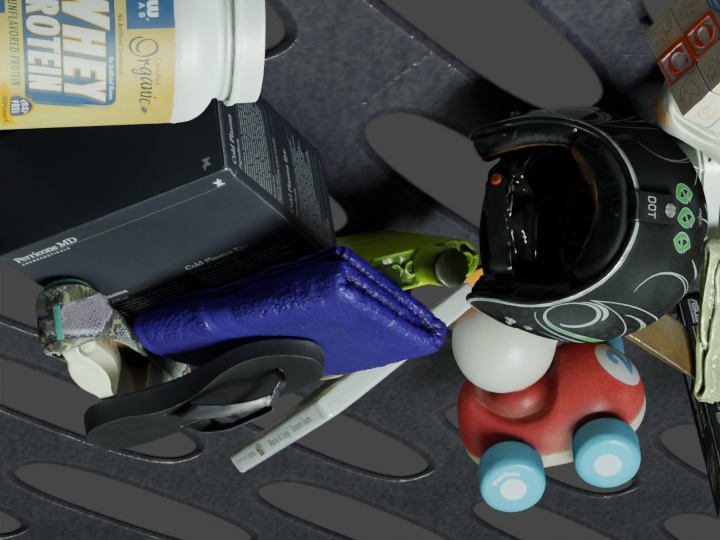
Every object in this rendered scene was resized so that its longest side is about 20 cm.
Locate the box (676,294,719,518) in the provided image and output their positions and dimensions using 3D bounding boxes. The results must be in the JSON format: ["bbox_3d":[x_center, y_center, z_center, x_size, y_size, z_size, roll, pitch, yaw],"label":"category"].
[{"bbox_3d":[0.396,0.116,1.810,0.163,0.201,0.086,-10,150,1],"label":"box"}]

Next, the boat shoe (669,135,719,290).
[{"bbox_3d":[0.264,-0.050,1.616,0.063,0.071,0.200,-10,143,0],"label":"boat shoe"}]

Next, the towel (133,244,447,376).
[{"bbox_3d":[-0.053,0.039,1.455,0.199,0.050,0.147,-14,152,32],"label":"towel"}]

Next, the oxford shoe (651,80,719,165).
[{"bbox_3d":[0.301,-0.101,1.509,0.199,0.075,0.058,27,125,-32],"label":"oxford shoe"}]

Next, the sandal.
[{"bbox_3d":[-0.113,0.104,1.455,0.199,0.043,0.076,-22,151,16],"label":"sandal"}]

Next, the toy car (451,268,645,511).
[{"bbox_3d":[0.157,0.078,1.756,0.176,0.185,0.201,-15,123,11],"label":"toy car"}]

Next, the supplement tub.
[{"bbox_3d":[-0.166,-0.163,1.200,0.199,0.145,0.145,-3,151,-10],"label":"supplement tub"}]

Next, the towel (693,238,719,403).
[{"bbox_3d":[0.355,0.031,1.647,0.199,0.149,0.036,-13,-158,-40],"label":"towel"}]

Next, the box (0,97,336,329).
[{"bbox_3d":[-0.147,-0.050,1.451,0.199,0.105,0.182,-20,151,18],"label":"box"}]

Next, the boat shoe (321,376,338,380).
[{"bbox_3d":[-0.067,0.056,1.653,0.199,0.073,0.072,4,177,41],"label":"boat shoe"}]

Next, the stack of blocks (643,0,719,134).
[{"bbox_3d":[0.311,-0.124,1.430,0.199,0.116,0.059,18,130,-39],"label":"stack of blocks"}]

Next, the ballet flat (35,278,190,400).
[{"bbox_3d":[-0.191,0.075,1.488,0.072,0.072,0.200,-18,151,15],"label":"ballet flat"}]

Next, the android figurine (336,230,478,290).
[{"bbox_3d":[0.000,0.000,1.558,0.181,0.041,0.200,-14,-171,-28],"label":"android figurine"}]

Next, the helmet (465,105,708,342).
[{"bbox_3d":[0.169,-0.035,1.487,0.199,0.201,0.190,-21,165,22],"label":"helmet"}]

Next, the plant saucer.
[{"bbox_3d":[0.214,0.026,1.660,0.200,0.200,0.036,31,92,-50],"label":"plant saucer"}]

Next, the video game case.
[{"bbox_3d":[-0.006,0.095,1.698,0.200,0.024,0.182,-37,180,-35],"label":"video game case"}]
